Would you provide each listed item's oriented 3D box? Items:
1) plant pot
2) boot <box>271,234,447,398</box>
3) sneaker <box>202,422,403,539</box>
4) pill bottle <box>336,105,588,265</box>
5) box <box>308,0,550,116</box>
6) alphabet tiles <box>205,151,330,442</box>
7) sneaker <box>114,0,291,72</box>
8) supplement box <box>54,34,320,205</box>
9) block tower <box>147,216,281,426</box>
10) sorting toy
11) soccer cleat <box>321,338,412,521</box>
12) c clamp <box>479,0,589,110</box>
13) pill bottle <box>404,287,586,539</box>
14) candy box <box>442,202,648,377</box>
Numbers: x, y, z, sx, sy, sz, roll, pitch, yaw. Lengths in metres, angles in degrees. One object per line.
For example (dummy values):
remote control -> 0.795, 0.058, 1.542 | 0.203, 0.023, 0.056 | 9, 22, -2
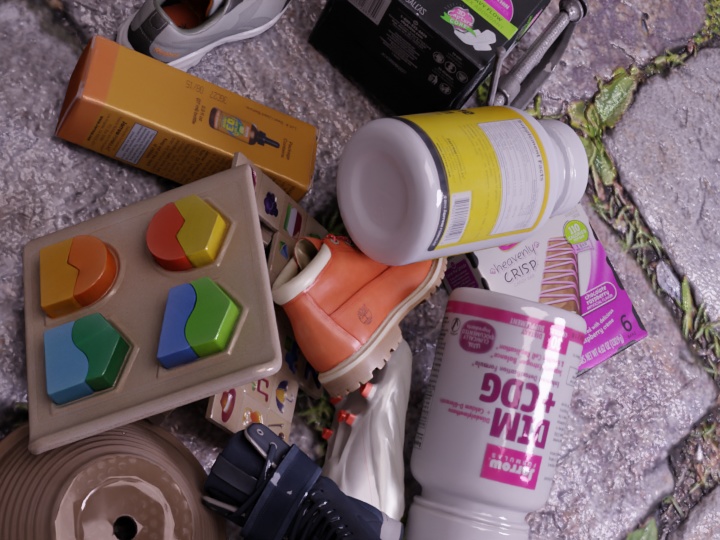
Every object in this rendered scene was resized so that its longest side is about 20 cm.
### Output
plant pot -> -0.177, 0.187, 0.998 | 0.199, 0.093, 0.203 | 9, 69, -25
boot -> 0.000, 0.000, 1.143 | 0.107, 0.075, 0.200 | 51, 37, -11
sneaker -> -0.042, 0.176, 0.973 | 0.146, 0.202, 0.077 | 36, 92, -3
pill bottle -> 0.086, -0.072, 1.142 | 0.199, 0.112, 0.113 | -11, 77, -41
box -> 0.079, -0.246, 1.262 | 0.148, 0.124, 0.200 | 40, 58, 1
alphabet tiles -> -0.069, 0.037, 1.107 | 0.167, 0.007, 0.202 | 42, 51, -49
sneaker -> -0.111, -0.227, 1.191 | 0.074, 0.079, 0.200 | 49, 56, -2
supplement box -> -0.134, -0.109, 1.139 | 0.198, 0.069, 0.067 | 20, 55, -18
block tower -> -0.127, 0.025, 1.086 | 0.058, 0.054, 0.201 | 37, 49, -11
sorting toy -> -0.153, 0.018, 1.006 | 0.183, 0.037, 0.201 | -19, 49, 9
soccer cleat -> 0.008, 0.150, 1.129 | 0.077, 0.069, 0.202 | 27, 68, -22
c clamp -> 0.151, -0.177, 1.264 | 0.027, 0.172, 0.200 | 31, 51, 12
pill bottle -> 0.102, 0.123, 1.131 | 0.112, 0.113, 0.202 | 15, 86, -22
candy box -> 0.146, 0.000, 1.255 | 0.136, 0.061, 0.201 | -25, 84, -32
